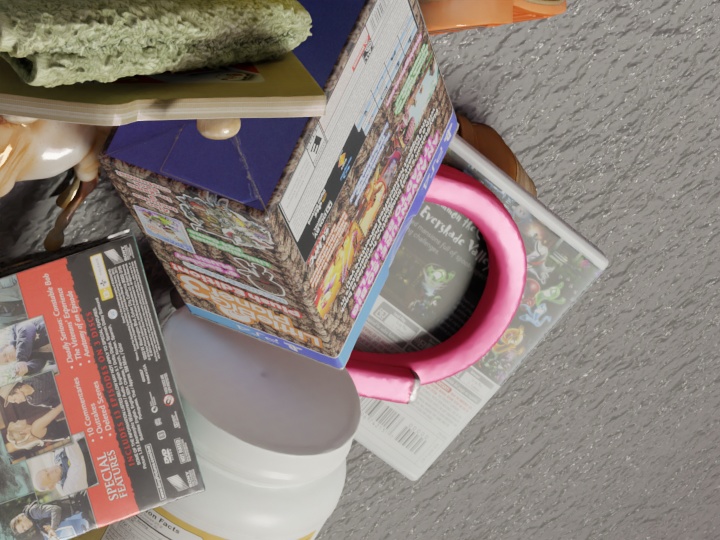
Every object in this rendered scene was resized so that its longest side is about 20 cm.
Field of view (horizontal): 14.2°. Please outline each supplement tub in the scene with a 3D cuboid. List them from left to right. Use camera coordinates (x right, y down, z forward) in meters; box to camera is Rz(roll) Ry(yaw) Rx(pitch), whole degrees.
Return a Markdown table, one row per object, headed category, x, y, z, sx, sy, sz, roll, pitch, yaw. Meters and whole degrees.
| category | x | y | z | sx | sy | sz | roll | pitch | yaw |
| --- | --- | --- | --- | --- | --- | --- | --- | --- | --- |
| supplement tub | -0.094 | 0.129 | 1.624 | 0.144 | 0.144 | 0.200 | -14 | 143 | -47 |

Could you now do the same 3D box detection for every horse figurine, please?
| category | x | y | z | sx | sy | sz | roll | pitch | yaw |
| --- | --- | --- | --- | --- | --- | --- | --- | --- | --- |
| horse figurine | -0.162 | -0.055 | 1.452 | 0.200 | 0.050 | 0.133 | -18 | 150 | -42 |

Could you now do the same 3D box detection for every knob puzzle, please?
| category | x | y | z | sx | sy | sz | roll | pitch | yaw |
| --- | --- | --- | --- | --- | --- | --- | --- | --- | --- |
| knob puzzle | -0.129 | -0.085 | 1.310 | 0.219 | 0.219 | 0.031 | -16 | 115 | -46 |

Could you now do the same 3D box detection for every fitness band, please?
| category | x | y | z | sx | sy | sz | roll | pitch | yaw |
| --- | --- | --- | --- | --- | --- | --- | --- | --- | --- |
| fitness band | 0.000 | 0.000 | 1.669 | 0.199 | 0.037 | 0.144 | 12 | 109 | -20 |

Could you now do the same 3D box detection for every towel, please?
| category | x | y | z | sx | sy | sz | roll | pitch | yaw |
| --- | --- | --- | --- | --- | --- | --- | --- | --- | --- |
| towel | -0.123 | -0.136 | 1.263 | 0.200 | 0.148 | 0.037 | -8 | 134 | -51 |

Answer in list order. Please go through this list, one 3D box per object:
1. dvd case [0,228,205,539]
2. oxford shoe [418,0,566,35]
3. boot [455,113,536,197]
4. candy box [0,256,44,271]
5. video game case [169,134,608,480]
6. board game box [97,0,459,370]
| category | x | y | z | sx | sy | sz | roll | pitch | yaw |
| --- | --- | --- | --- | --- | --- | --- | --- | --- | --- |
| dvd case | -0.191 | 0.077 | 1.481 | 0.199 | 0.147 | 0.022 | -19 | -168 | -18 |
| oxford shoe | 0.069 | -0.172 | 1.596 | 0.071 | 0.073 | 0.200 | -6 | -175 | 16 |
| boot | 0.038 | 0.001 | 1.770 | 0.201 | 0.077 | 0.155 | -63 | 151 | -3 |
| candy box | -0.207 | 0.084 | 1.595 | 0.115 | 0.055 | 0.200 | -16 | 143 | -49 |
| video game case | 0.018 | 0.005 | 1.709 | 0.200 | 0.023 | 0.182 | 37 | 100 | -24 |
| board game box | -0.037 | -0.068 | 1.498 | 0.160 | 0.097 | 0.200 | -64 | 160 | -18 |
